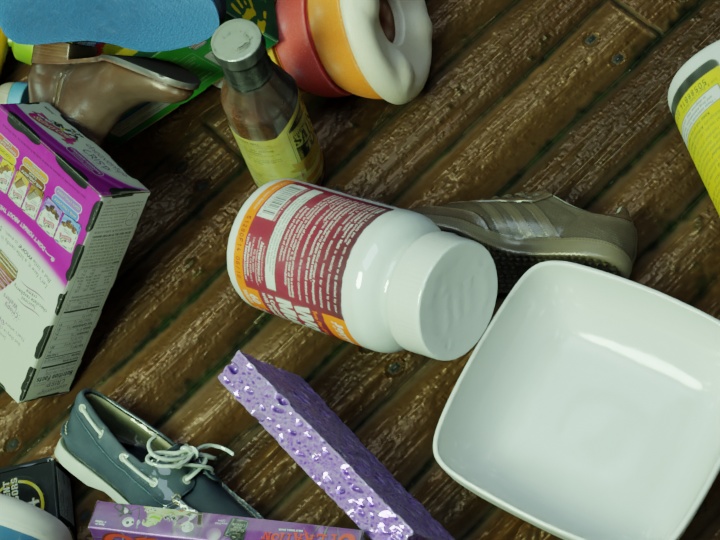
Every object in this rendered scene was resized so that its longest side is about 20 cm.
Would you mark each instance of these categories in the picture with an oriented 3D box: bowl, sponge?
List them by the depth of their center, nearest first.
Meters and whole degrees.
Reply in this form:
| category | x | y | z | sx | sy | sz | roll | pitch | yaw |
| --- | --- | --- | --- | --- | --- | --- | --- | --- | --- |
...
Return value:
| category | x | y | z | sx | sy | sz | roll | pitch | yaw |
| --- | --- | --- | --- | --- | --- | --- | --- | --- | --- |
| bowl | 0.176 | 0.110 | 1.218 | 0.199 | 0.075 | 0.200 | 23 | 70 | 23 |
| sponge | -0.014 | 0.142 | 1.220 | 0.030 | 0.112 | 0.200 | -49 | 63 | 4 |

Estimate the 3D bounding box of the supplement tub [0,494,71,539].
| category | x | y | z | sx | sy | sz | roll | pitch | yaw |
| --- | --- | --- | --- | --- | --- | --- | --- | --- | --- |
| supplement tub | -0.293 | 0.259 | 1.141 | 0.144 | 0.145 | 0.201 | 6 | 68 | 15 |

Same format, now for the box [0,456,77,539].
| category | x | y | z | sx | sy | sz | roll | pitch | yaw |
| --- | --- | --- | --- | --- | --- | --- | --- | --- | --- |
| box | -0.292 | 0.257 | 1.258 | 0.160 | 0.049 | 0.201 | -14 | 63 | 7 |

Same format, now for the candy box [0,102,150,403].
| category | x | y | z | sx | sy | sz | roll | pitch | yaw |
| --- | --- | --- | --- | --- | --- | --- | --- | --- | --- |
| candy box | -0.262 | -0.015 | 1.324 | 0.136 | 0.061 | 0.201 | 39 | 117 | 26 |

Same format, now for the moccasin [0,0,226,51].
| category | x | y | z | sx | sy | sz | roll | pitch | yaw |
| --- | --- | --- | --- | --- | --- | --- | --- | --- | --- |
| moccasin | -0.197 | -0.223 | 1.314 | 0.199 | 0.081 | 0.068 | 7 | 36 | 17 |

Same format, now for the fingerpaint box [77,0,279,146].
| category | x | y | z | sx | sy | sz | roll | pitch | yaw |
| --- | --- | --- | --- | --- | --- | --- | --- | --- | --- |
| fingerpaint box | -0.173 | -0.230 | 1.423 | 0.199 | 0.073 | 0.168 | -27 | 56 | 32 |

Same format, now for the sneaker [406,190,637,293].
| category | x | y | z | sx | sy | sz | roll | pitch | yaw |
| --- | --- | --- | --- | --- | --- | --- | --- | --- | --- |
| sneaker | 0.122 | -0.027 | 1.317 | 0.199 | 0.071 | 0.076 | 10 | 47 | 14 |

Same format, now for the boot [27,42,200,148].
| category | x | y | z | sx | sy | sz | roll | pitch | yaw |
| --- | --- | --- | --- | --- | --- | --- | --- | --- | --- |
| boot | -0.214 | -0.079 | 1.350 | 0.186 | 0.064 | 0.201 | 16 | 100 | 39 |

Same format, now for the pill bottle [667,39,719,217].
| category | x | y | z | sx | sy | sz | roll | pitch | yaw |
| --- | --- | --- | --- | --- | --- | --- | --- | --- | --- |
| pill bottle | 0.320 | -0.076 | 1.262 | 0.111 | 0.111 | 0.201 | -19 | 60 | 2 |

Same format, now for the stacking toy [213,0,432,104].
| category | x | y | z | sx | sy | sz | roll | pitch | yaw |
| --- | --- | --- | --- | --- | --- | --- | --- | --- | --- |
| stacking toy | -0.050 | -0.199 | 1.419 | 0.199 | 0.146 | 0.147 | -10 | 59 | 28 |

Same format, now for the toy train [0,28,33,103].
| category | x | y | z | sx | sy | sz | roll | pitch | yaw |
| --- | --- | --- | --- | --- | --- | --- | --- | --- | --- |
| toy train | -0.337 | -0.217 | 1.501 | 0.115 | 0.085 | 0.201 | 9 | 65 | 5 |

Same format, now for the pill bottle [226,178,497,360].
| category | x | y | z | sx | sy | sz | roll | pitch | yaw |
| --- | --- | --- | --- | --- | --- | --- | --- | --- | --- |
| pill bottle | 0.000 | 0.000 | 1.263 | 0.199 | 0.110 | 0.110 | 18 | 67 | 41 |

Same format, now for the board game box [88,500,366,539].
| category | x | y | z | sx | sy | sz | roll | pitch | yaw |
| --- | --- | --- | --- | --- | --- | --- | --- | --- | --- |
| board game box | -0.087 | 0.218 | 1.192 | 0.199 | 0.120 | 0.032 | 4 | 46 | 15 |

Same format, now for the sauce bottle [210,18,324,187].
| category | x | y | z | sx | sy | sz | roll | pitch | yaw |
| --- | --- | --- | --- | --- | --- | --- | --- | --- | --- |
| sauce bottle | -0.075 | -0.126 | 1.324 | 0.066 | 0.200 | 0.066 | -4 | 63 | 9 |

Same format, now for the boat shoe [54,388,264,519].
| category | x | y | z | sx | sy | sz | roll | pitch | yaw |
| --- | --- | --- | --- | --- | --- | --- | --- | --- | --- |
| boat shoe | -0.148 | 0.155 | 1.263 | 0.199 | 0.075 | 0.062 | 28 | 108 | 30 |
